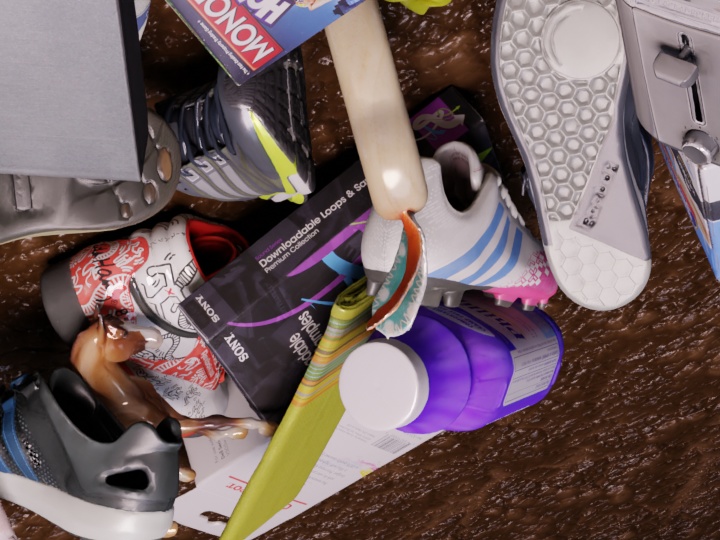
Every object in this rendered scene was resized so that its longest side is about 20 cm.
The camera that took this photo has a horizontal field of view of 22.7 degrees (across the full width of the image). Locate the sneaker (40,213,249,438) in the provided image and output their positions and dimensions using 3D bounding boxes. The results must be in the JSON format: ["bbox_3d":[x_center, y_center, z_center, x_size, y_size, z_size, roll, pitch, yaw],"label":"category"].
[{"bbox_3d":[-0.097,0.036,1.086,0.107,0.068,0.201,-23,147,13],"label":"sneaker"}]

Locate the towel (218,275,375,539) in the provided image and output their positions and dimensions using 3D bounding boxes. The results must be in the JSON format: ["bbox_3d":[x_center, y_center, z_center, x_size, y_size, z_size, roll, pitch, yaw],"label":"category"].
[{"bbox_3d":[-0.028,0.078,1.043,0.086,0.018,0.201,-30,153,-52],"label":"towel"}]

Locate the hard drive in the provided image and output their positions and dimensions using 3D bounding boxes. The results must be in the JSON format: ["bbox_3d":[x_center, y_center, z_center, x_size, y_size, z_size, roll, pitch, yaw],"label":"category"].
[{"bbox_3d":[-0.187,-0.093,0.701,0.197,0.033,0.140,3,146,1],"label":"hard drive"}]

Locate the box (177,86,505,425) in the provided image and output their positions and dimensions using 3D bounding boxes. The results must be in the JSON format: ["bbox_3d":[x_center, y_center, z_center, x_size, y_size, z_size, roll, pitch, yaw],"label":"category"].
[{"bbox_3d":[0.000,0.000,1.048,0.199,0.036,0.143,-38,150,-5],"label":"box"}]

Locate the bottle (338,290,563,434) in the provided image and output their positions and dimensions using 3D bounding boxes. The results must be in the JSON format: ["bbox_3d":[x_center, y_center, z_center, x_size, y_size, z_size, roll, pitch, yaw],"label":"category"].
[{"bbox_3d":[0.050,0.052,1.020,0.200,0.083,0.066,-9,121,-64],"label":"bottle"}]

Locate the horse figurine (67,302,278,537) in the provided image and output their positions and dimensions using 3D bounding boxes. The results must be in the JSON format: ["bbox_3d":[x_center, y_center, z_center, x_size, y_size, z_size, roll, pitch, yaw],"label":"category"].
[{"bbox_3d":[-0.142,0.105,1.069,0.131,0.050,0.200,17,139,-28],"label":"horse figurine"}]

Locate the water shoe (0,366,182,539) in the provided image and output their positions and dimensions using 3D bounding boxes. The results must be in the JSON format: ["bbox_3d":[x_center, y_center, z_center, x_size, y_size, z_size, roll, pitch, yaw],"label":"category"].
[{"bbox_3d":[-0.181,0.088,1.001,0.198,0.080,0.071,18,-174,23],"label":"water shoe"}]

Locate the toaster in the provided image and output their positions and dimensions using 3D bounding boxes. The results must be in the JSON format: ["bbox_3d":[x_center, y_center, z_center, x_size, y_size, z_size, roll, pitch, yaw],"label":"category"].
[{"bbox_3d":[0.200,-0.153,0.857,0.201,0.113,0.129,-56,149,-15],"label":"toaster"}]

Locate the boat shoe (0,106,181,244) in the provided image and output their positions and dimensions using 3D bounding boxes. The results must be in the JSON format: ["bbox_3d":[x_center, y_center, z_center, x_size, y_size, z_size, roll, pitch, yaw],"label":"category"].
[{"bbox_3d":[-0.187,-0.045,0.851,0.198,0.077,0.074,-2,-171,-16],"label":"boat shoe"}]

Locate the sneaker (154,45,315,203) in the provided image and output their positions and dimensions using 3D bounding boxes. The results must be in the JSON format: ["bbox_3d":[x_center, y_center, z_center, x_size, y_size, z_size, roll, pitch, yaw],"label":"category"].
[{"bbox_3d":[-0.065,-0.065,0.890,0.080,0.075,0.200,-6,172,-4],"label":"sneaker"}]

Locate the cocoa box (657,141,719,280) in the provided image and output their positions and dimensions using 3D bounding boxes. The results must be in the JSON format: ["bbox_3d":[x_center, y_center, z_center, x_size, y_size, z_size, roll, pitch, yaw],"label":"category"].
[{"bbox_3d":[0.258,-0.107,0.974,0.198,0.134,0.131,-21,150,5],"label":"cocoa box"}]

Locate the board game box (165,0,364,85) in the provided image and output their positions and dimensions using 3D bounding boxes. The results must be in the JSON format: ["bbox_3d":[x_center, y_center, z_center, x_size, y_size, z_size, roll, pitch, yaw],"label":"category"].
[{"bbox_3d":[-0.063,-0.175,0.723,0.199,0.062,0.200,-31,141,7],"label":"board game box"}]

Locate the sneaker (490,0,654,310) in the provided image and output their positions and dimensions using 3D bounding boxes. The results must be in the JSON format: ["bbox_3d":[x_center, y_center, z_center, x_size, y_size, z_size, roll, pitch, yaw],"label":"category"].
[{"bbox_3d":[0.117,-0.099,0.980,0.076,0.146,0.205,-5,110,11],"label":"sneaker"}]

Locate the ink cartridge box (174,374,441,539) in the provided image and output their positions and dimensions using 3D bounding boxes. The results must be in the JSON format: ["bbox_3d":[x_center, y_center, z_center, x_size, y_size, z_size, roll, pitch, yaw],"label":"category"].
[{"bbox_3d":[-0.043,0.105,1.225,0.199,0.068,0.117,-32,147,20],"label":"ink cartridge box"}]

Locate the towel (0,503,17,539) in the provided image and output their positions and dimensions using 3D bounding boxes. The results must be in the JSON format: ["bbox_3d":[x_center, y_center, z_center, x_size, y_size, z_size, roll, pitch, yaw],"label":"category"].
[{"bbox_3d":[-0.292,0.124,0.964,0.189,0.202,0.032,-20,-168,8],"label":"towel"}]

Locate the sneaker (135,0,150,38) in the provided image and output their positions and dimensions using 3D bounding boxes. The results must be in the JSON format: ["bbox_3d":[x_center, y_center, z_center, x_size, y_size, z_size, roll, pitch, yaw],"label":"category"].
[{"bbox_3d":[-0.187,-0.104,0.807,0.198,0.076,0.088,-14,150,-5],"label":"sneaker"}]

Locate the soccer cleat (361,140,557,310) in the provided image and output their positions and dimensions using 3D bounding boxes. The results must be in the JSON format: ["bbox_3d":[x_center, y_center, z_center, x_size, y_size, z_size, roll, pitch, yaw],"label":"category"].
[{"bbox_3d":[0.066,-0.025,0.993,0.069,0.087,0.199,12,-175,26],"label":"soccer cleat"}]

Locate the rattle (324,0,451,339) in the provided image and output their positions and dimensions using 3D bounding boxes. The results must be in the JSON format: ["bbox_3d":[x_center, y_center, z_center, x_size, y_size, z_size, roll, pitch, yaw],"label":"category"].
[{"bbox_3d":[0.048,-0.077,0.846,0.141,0.202,0.131,-9,149,-14],"label":"rattle"}]
